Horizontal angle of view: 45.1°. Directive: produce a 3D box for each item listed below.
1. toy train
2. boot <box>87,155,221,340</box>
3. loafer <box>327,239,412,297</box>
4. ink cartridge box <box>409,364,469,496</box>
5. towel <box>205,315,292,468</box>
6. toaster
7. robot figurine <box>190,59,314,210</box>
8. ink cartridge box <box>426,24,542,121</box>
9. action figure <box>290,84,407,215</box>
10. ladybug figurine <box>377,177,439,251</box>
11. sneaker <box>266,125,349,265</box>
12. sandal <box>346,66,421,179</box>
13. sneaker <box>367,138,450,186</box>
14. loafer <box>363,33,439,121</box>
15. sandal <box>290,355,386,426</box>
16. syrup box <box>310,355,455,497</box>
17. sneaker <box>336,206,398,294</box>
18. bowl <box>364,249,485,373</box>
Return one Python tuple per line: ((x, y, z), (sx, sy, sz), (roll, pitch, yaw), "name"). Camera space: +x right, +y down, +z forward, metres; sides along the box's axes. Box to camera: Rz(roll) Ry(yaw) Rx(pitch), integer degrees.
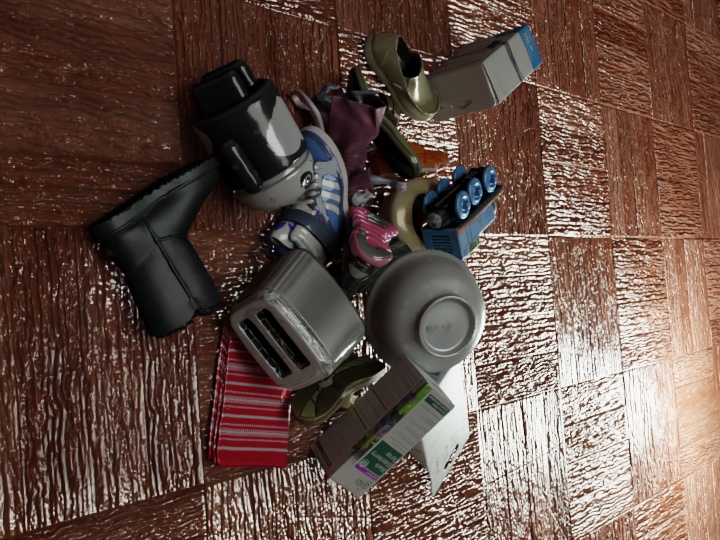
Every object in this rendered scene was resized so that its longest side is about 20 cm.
((0.171, -0.100, 1.450), (0.200, 0.086, 0.115), (-42, 127, -46), "toy train")
((-0.222, -0.030, 1.086), (0.200, 0.076, 0.169), (-42, 114, -36), "boot")
((0.000, 0.000, 1.347), (0.199, 0.072, 0.063), (-13, 73, -32), "loafer")
((0.130, 0.267, 1.511), (0.160, 0.047, 0.201), (-49, 139, -41), "ink cartridge box")
((-0.144, 0.172, 1.200), (0.144, 0.022, 0.201), (19, 71, -48), "towel")
((-0.091, 0.064, 1.181), (0.200, 0.113, 0.129), (55, 34, -14), "toaster")
((-0.142, -0.177, 1.161), (0.150, 0.125, 0.200), (-41, 117, -26), "robot figurine")
((0.223, -0.364, 1.600), (0.200, 0.146, 0.086), (-44, 117, -43), "ink cartridge box")
((-0.019, -0.175, 1.318), (0.148, 0.134, 0.201), (-8, 113, -24), "action figure")
((0.097, -0.088, 1.477), (0.200, 0.072, 0.136), (-2, 88, -50), "ladybug figurine")
((-0.083, -0.096, 1.254), (0.146, 0.080, 0.201), (-36, 119, -52), "sneaker")
((0.041, -0.237, 1.388), (0.057, 0.080, 0.201), (-34, 90, -19), "sandal")
((0.089, -0.193, 1.483), (0.200, 0.073, 0.077), (-13, 85, -52), "sneaker")
((0.082, -0.330, 1.490), (0.200, 0.068, 0.076), (39, 58, -40), "loafer")
((-0.035, 0.182, 1.291), (0.200, 0.080, 0.054), (-36, 138, -50), "sandal")
((0.032, 0.230, 1.277), (0.200, 0.081, 0.079), (-45, 128, 3), "syrup box")
((0.001, -0.027, 1.273), (0.079, 0.096, 0.200), (28, 21, -2), "sneaker")
((0.114, 0.074, 1.314), (0.200, 0.090, 0.202), (-5, 103, -21), "bowl")
